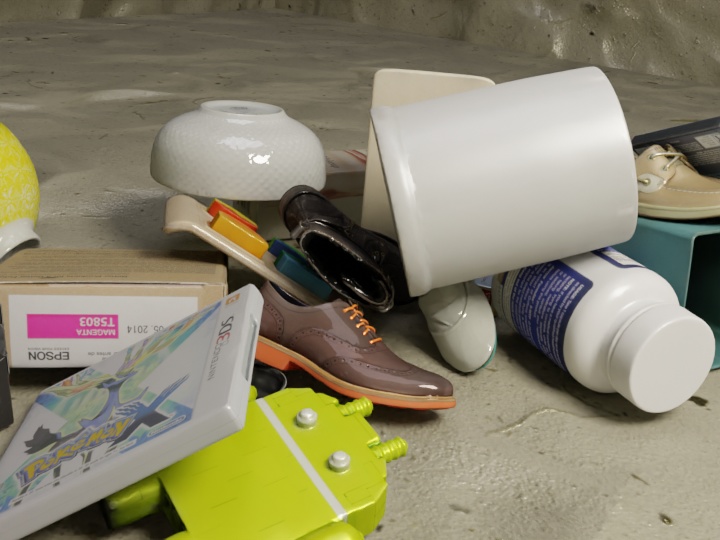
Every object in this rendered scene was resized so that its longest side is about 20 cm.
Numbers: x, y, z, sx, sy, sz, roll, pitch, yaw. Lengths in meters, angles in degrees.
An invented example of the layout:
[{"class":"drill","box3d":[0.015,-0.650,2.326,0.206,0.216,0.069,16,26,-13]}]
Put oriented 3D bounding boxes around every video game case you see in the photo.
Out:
[{"class":"video game case","box3d":[-0.162,0.094,0.609,0.199,0.022,0.182,-27,21,9]},{"class":"video game case","box3d":[0.381,-0.076,0.888,0.200,0.019,0.143,38,-10,-14]}]

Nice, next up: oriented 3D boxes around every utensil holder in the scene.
[{"class":"utensil holder","box3d":[0.122,-0.081,0.779,0.199,0.171,0.170,-13,22,3]}]

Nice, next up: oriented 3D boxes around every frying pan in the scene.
[{"class":"frying pan","box3d":[-0.149,0.096,0.723,0.189,0.031,0.115,4,14,27]}]

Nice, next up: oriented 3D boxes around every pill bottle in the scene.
[{"class":"pill bottle","box3d":[0.219,0.042,0.812,0.119,0.120,0.200,-5,24,-22]}]

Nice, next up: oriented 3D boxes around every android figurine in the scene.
[{"class":"android figurine","box3d":[-0.065,0.139,0.584,0.199,0.041,0.182,-17,40,-25]}]

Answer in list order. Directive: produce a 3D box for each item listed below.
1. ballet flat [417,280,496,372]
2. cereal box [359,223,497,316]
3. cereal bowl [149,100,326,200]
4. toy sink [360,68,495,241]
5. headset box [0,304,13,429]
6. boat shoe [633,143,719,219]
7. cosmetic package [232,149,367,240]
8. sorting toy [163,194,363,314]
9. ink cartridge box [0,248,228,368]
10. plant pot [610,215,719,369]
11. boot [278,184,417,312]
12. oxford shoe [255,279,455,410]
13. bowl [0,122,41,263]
[{"class":"ballet flat","box3d":[0.081,0.017,0.868,0.069,0.070,0.200,2,38,-6]},{"class":"cereal box","box3d":[0.079,-0.010,1.015,0.199,0.040,0.144,14,25,19]},{"class":"cereal bowl","box3d":[-0.136,-0.143,0.997,0.199,0.084,0.200,4,20,-2]},{"class":"toy sink","box3d":[0.072,-0.128,0.984,0.130,0.201,0.112,5,23,2]},{"class":"headset box","box3d":[-0.345,0.039,0.670,0.199,0.149,0.075,20,29,33]},{"class":"boat shoe","box3d":[0.288,-0.091,0.867,0.072,0.065,0.200,-11,17,-36]},{"class":"cosmetic package","box3d":[-0.057,-0.101,1.147,0.199,0.088,0.103,-7,24,-26]},{"class":"sorting toy","box3d":[-0.097,-0.020,0.873,0.199,0.037,0.185,28,5,-16]},{"class":"ink cartridge box","box3d":[-0.217,0.029,0.782,0.199,0.076,0.165,1,12,-7]},{"class":"plant pot","box3d":[0.307,-0.002,0.918,0.141,0.142,0.200,-8,20,-27]},{"class":"boot","box3d":[0.000,0.000,0.844,0.200,0.069,0.174,34,9,-23]},{"class":"oxford shoe","box3d":[-0.009,0.064,0.744,0.199,0.073,0.071,18,0,15]},{"class":"bowl","box3d":[-0.376,-0.037,0.854,0.108,0.200,0.200,40,28,3]}]
